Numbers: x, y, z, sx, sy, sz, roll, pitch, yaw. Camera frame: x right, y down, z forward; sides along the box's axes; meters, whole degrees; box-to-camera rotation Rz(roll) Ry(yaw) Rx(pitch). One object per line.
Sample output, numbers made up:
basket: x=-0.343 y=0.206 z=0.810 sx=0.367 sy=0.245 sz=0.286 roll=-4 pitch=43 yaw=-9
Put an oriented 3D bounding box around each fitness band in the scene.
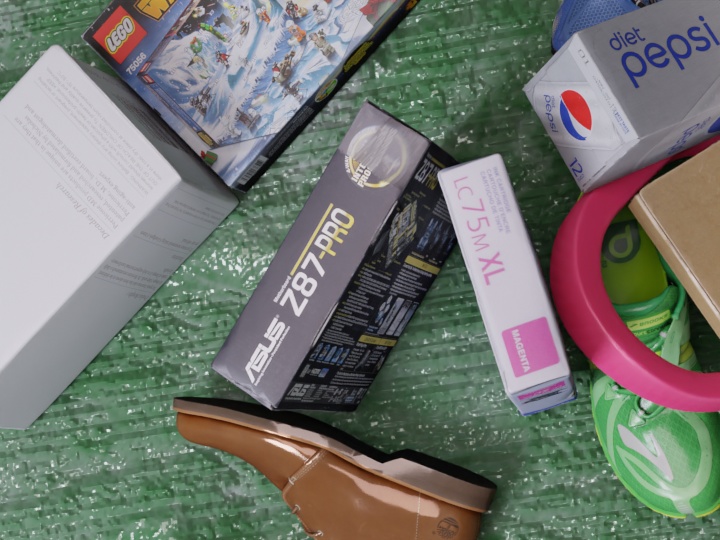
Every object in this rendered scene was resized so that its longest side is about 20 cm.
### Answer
fitness band: x=0.186 y=-0.005 z=1.115 sx=0.144 sy=0.037 sz=0.200 roll=46 pitch=54 yaw=4

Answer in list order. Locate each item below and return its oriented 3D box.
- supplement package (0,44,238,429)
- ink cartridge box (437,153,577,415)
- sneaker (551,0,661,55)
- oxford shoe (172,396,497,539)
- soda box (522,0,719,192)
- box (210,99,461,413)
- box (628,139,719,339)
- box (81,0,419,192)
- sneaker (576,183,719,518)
supplement package: x=-0.192 y=-0.015 z=1.230 sx=0.200 sy=0.117 sz=0.117 roll=-46 pitch=77 yaw=5
ink cartridge box: x=0.083 y=0.014 z=1.118 sx=0.042 sy=0.200 sz=0.120 roll=-17 pitch=80 yaw=2
sneaker: x=0.183 y=-0.188 z=1.166 sx=0.200 sy=0.089 sz=0.079 roll=-44 pitch=76 yaw=7
oxford shoe: x=-0.025 y=0.124 z=1.201 sx=0.199 sy=0.071 sz=0.072 roll=20 pitch=95 yaw=14
soda box: x=0.188 y=-0.112 z=1.112 sx=0.199 sy=0.063 sz=0.069 roll=-22 pitch=76 yaw=-33
box: x=0.000 y=0.000 z=1.137 sx=0.049 sy=0.200 sz=0.162 roll=33 pitch=94 yaw=13
box: x=0.261 y=0.004 z=1.078 sx=0.163 sy=0.021 sz=0.201 roll=-30 pitch=77 yaw=-14
box: x=-0.054 y=-0.167 z=1.248 sx=0.137 sy=0.040 sz=0.200 roll=45 pitch=96 yaw=12
sneaker: x=0.154 y=0.042 z=1.155 sx=0.073 sy=0.084 sz=0.202 roll=-16 pitch=82 yaw=12
